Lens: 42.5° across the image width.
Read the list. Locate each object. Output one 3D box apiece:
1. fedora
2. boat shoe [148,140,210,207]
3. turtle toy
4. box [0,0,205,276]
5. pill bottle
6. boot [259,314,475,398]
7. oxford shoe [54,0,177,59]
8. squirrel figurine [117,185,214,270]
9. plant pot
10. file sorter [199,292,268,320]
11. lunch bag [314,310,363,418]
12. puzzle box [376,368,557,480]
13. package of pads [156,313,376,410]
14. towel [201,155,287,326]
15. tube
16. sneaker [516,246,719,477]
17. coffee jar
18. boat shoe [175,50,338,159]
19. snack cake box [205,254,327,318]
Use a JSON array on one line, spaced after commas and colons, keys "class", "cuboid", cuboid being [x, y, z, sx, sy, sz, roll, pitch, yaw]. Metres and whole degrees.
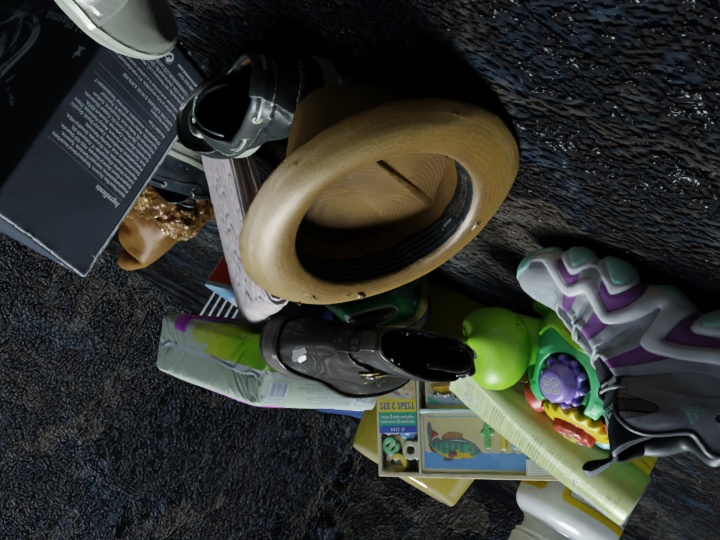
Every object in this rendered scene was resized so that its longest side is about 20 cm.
[{"class": "fedora", "cuboid": [0.004, -0.058, 0.587, 0.083, 0.199, 0.201, 64, -175, 27]}, {"class": "boat shoe", "cuboid": [-0.186, -0.103, 0.953, 0.074, 0.062, 0.200, 41, -174, 21]}, {"class": "turtle toy", "cuboid": [0.177, 0.083, 0.770, 0.198, 0.102, 0.146, 30, 168, 7]}, {"class": "box", "cuboid": [-0.270, -0.132, 0.778, 0.198, 0.198, 0.124, 22, 166, 33]}, {"class": "pill bottle", "cuboid": [0.226, 0.214, 0.938, 0.110, 0.202, 0.111, 29, 168, 7]}, {"class": "boot", "cuboid": [0.028, 0.077, 0.783, 0.198, 0.070, 0.173, 13, 170, -44]}, {"class": "oxford shoe", "cuboid": [-0.168, -0.202, 0.578, 0.057, 0.076, 0.200, -14, 151, 19]}, {"class": "squirrel figurine", "cuboid": [-0.266, -0.112, 1.068, 0.187, 0.142, 0.199, 49, 157, -25]}, {"class": "plant pot", "cuboid": [0.090, 0.142, 1.019, 0.199, 0.190, 0.201, 30, 169, 6]}, {"class": "file sorter", "cuboid": [-0.198, 0.091, 1.684, 0.138, 0.126, 0.199, 35, 167, -22]}, {"class": "lunch bag", "cuboid": [0.009, 0.115, 1.178, 0.197, 0.138, 0.132, 7, 164, 11]}, {"class": "puzzle box", "cuboid": [0.110, 0.134, 0.900, 0.197, 0.135, 0.025, -5, 173, 23]}, {"class": "package of pads", "cuboid": [-0.092, 0.093, 0.940, 0.153, 0.069, 0.199, 9, 180, -41]}, {"class": "towel", "cuboid": [-0.105, -0.051, 0.824, 0.032, 0.194, 0.200, -13, 175, -13]}, {"class": "tube", "cuboid": [0.162, 0.146, 0.830, 0.199, 0.059, 0.052, 33, -156, 20]}, {"class": "sneaker", "cuboid": [0.174, 0.072, 0.635, 0.198, 0.141, 0.078, 22, 166, 34]}, {"class": "coffee jar", "cuboid": [0.000, 0.000, 0.873, 0.103, 0.086, 0.200, -14, 152, 13]}, {"class": "boat shoe", "cuboid": [-0.093, -0.118, 0.657, 0.067, 0.073, 0.199, -6, -175, -33]}, {"class": "snack cake box", "cuboid": [-0.089, -0.007, 1.035, 0.067, 0.116, 0.199, 36, 168, -26]}]
